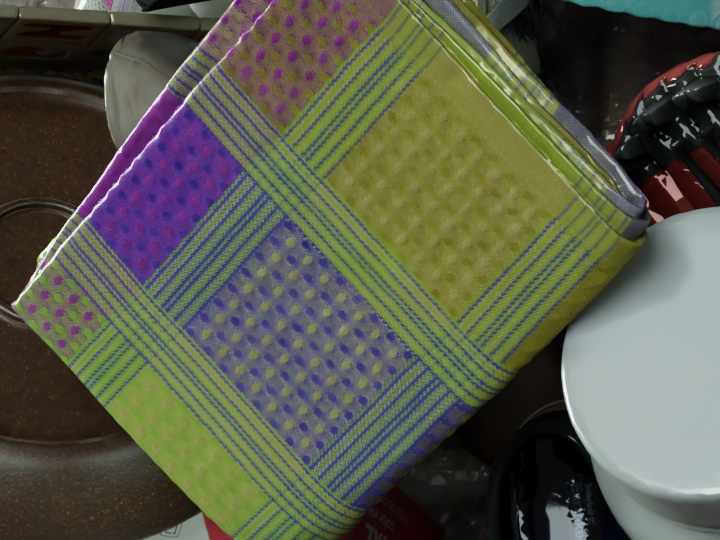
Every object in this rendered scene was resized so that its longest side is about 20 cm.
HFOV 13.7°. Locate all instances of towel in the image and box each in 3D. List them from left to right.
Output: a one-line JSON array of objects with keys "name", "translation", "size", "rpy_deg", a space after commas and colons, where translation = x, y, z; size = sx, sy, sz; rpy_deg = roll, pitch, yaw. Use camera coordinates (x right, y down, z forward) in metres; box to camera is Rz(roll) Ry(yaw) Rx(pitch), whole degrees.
[{"name": "towel", "translation": [-0.012, -0.006, 0.941], "size": [0.144, 0.023, 0.200], "rpy_deg": [46, 122, 7]}]

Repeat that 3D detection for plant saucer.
[{"name": "plant saucer", "translation": [-0.114, 0.004, 1.067], "size": [0.200, 0.035, 0.201], "rpy_deg": [7, 57, -11]}]

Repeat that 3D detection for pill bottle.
[{"name": "pill bottle", "translation": [0.140, 0.061, 0.972], "size": [0.113, 0.200, 0.113], "rpy_deg": [-9, 64, 20]}]

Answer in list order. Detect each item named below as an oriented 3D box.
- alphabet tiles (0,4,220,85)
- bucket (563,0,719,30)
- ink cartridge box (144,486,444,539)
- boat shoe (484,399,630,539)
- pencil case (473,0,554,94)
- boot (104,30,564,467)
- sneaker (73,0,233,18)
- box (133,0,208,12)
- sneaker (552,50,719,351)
[{"name": "alphabet tiles", "translation": [-0.115, -0.076, 1.138], "size": [0.199, 0.166, 0.006], "rpy_deg": [2, 80, -19]}, {"name": "bucket", "translation": [0.103, -0.165, 1.012], "size": [0.207, 0.207, 0.135], "rpy_deg": [20, 108, 29]}, {"name": "ink cartridge box", "translation": [-0.067, 0.168, 1.083], "size": [0.145, 0.083, 0.201], "rpy_deg": [5, 69, 24]}, {"name": "boat shoe", "translation": [0.080, 0.142, 1.028], "size": [0.074, 0.062, 0.201], "rpy_deg": [-11, 80, 18]}, {"name": "pencil case", "translation": [0.038, -0.162, 1.141], "size": [0.089, 0.078, 0.201], "rpy_deg": [14, 105, 60]}, {"name": "boot", "translation": [0.000, 0.000, 1.044], "size": [0.064, 0.200, 0.187], "rpy_deg": [-42, 76, 10]}, {"name": "sneaker", "translation": [-0.109, -0.169, 1.251], "size": [0.088, 0.081, 0.200], "rpy_deg": [-31, 55, 12]}, {"name": "box", "translation": [-0.074, -0.181, 1.142], "size": [0.044, 0.200, 0.160], "rpy_deg": [-37, 85, 21]}, {"name": "sneaker", "translation": [0.127, -0.037, 1.021], "size": [0.098, 0.200, 0.071], "rpy_deg": [-34, 84, -30]}]
